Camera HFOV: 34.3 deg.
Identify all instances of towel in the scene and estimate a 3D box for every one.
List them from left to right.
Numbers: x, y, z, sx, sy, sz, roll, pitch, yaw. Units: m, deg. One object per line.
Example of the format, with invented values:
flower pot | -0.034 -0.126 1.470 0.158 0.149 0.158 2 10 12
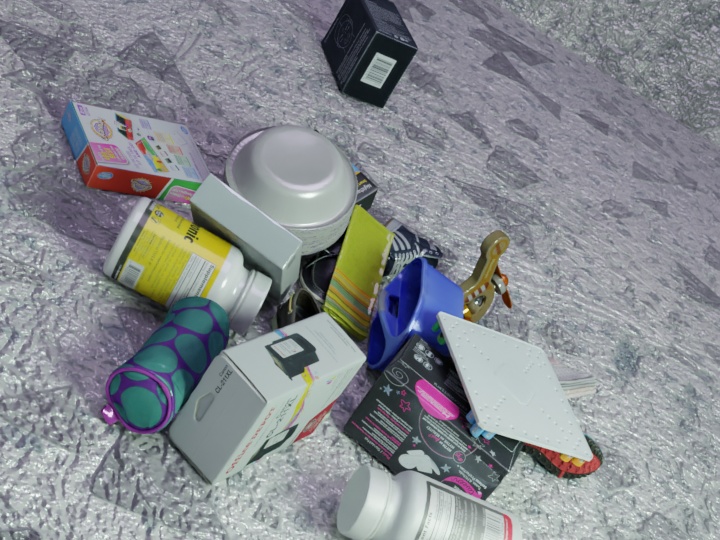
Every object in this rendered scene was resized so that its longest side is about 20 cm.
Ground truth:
towel | 0.000 0.000 1.710 0.086 0.018 0.202 40 47 -28
towel | 0.233 0.144 1.747 0.190 0.033 0.199 25 17 37

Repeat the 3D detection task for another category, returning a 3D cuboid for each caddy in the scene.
caddy | 0.068 0.068 1.648 0.104 0.142 0.201 30 28 -13

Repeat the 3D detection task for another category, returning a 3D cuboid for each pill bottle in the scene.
pill bottle | -0.218 0.000 1.488 0.198 0.112 0.112 29 29 -9
pill bottle | 0.077 0.298 1.342 0.198 0.111 0.111 25 30 -15

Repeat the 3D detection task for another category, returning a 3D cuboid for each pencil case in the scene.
pencil case | -0.221 0.107 1.352 0.086 0.091 0.200 65 22 -15

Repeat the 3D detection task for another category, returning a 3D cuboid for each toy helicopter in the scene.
toy helicopter | 0.190 0.017 1.787 0.131 0.202 0.079 -15 52 -32

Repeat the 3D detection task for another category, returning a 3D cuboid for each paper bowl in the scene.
paper bowl | -0.101 -0.131 1.696 0.197 0.105 0.203 8 51 -10

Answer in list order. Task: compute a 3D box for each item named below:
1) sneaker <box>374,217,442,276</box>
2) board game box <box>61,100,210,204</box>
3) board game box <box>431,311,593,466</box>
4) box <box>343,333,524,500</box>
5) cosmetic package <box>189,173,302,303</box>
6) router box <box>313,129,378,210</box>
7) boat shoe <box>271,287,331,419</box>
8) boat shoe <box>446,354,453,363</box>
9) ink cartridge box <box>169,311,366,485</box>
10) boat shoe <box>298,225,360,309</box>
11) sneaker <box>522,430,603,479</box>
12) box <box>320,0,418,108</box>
sneaker | 0.063 -0.014 1.839 0.108 0.071 0.200 33 26 3
board game box | -0.324 -0.170 1.709 0.198 0.041 0.154 8 38 -38
board game box | 0.195 0.157 1.528 0.198 0.026 0.201 20 33 -31
box | 0.100 0.203 1.504 0.199 0.115 0.132 39 28 5
cosmetic package | -0.152 -0.039 1.555 0.150 0.052 0.200 34 -14 3
router box | -0.092 -0.118 1.791 0.149 0.051 0.199 43 52 16
boat shoe | -0.070 0.105 1.532 0.071 0.061 0.202 15 34 -30
boat shoe | 0.137 0.153 1.633 0.073 0.064 0.202 58 17 -50
ink cartridge box | -0.106 0.146 1.349 0.083 0.146 0.199 45 31 17
boat shoe | -0.040 -0.009 1.736 0.074 0.063 0.200 34 30 -3
sneaker | 0.264 0.224 1.679 0.198 0.080 0.096 28 27 -12
box | 0.016 -0.456 2.373 0.106 0.149 0.201 16 34 -29
